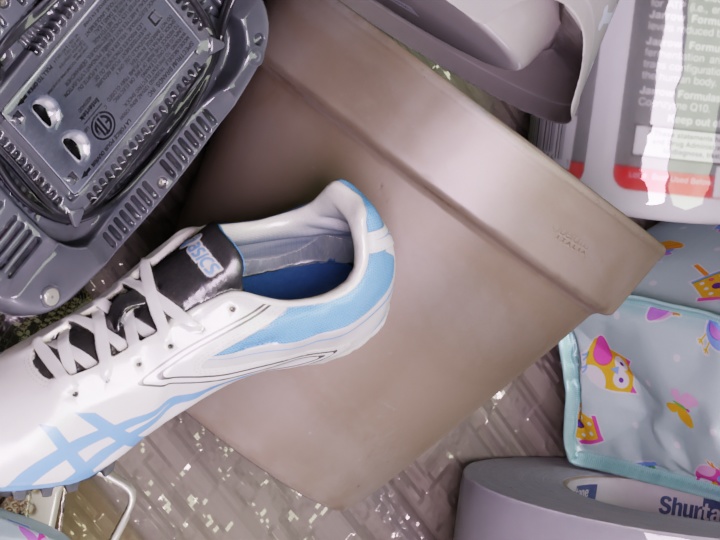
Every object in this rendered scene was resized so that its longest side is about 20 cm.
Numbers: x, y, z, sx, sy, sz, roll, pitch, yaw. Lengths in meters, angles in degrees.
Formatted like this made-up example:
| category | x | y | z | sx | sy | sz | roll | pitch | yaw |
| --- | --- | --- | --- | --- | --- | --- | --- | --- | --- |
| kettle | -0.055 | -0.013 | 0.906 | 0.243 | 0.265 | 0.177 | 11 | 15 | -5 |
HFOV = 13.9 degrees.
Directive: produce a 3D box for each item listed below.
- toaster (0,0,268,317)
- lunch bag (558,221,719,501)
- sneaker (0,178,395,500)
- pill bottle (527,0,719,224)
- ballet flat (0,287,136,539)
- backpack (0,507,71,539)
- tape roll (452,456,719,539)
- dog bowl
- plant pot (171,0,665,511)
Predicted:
| category | x | y | z | sx | sy | sz | roll | pitch | yaw |
| --- | --- | --- | --- | --- | --- | --- | --- | --- | --- |
| toaster | -0.131 | -0.081 | 1.147 | 0.200 | 0.129 | 0.114 | -53 | 127 | -17 |
| lunch bag | 0.215 | 0.033 | 1.383 | 0.170 | 0.200 | 0.122 | -28 | 116 | -42 |
| sneaker | -0.079 | 0.022 | 1.108 | 0.200 | 0.072 | 0.073 | -25 | 135 | -18 |
| pill bottle | 0.142 | -0.127 | 1.365 | 0.114 | 0.114 | 0.200 | 2 | 98 | -39 |
| ballet flat | -0.126 | 0.077 | 1.216 | 0.068 | 0.075 | 0.200 | -8 | 107 | -76 |
| backpack | -0.179 | 0.143 | 1.071 | 0.200 | 0.127 | 0.167 | 1 | 103 | -22 |
| tape roll | 0.141 | 0.136 | 1.361 | 0.200 | 0.200 | 0.066 | 2 | 97 | -39 |
| dog bowl | 0.019 | -0.138 | 1.200 | 0.200 | 0.200 | 0.059 | 37 | 87 | -37 |
| plant pot | 0.000 | 0.000 | 1.246 | 0.200 | 0.200 | 0.174 | 34 | 94 | -38 |
